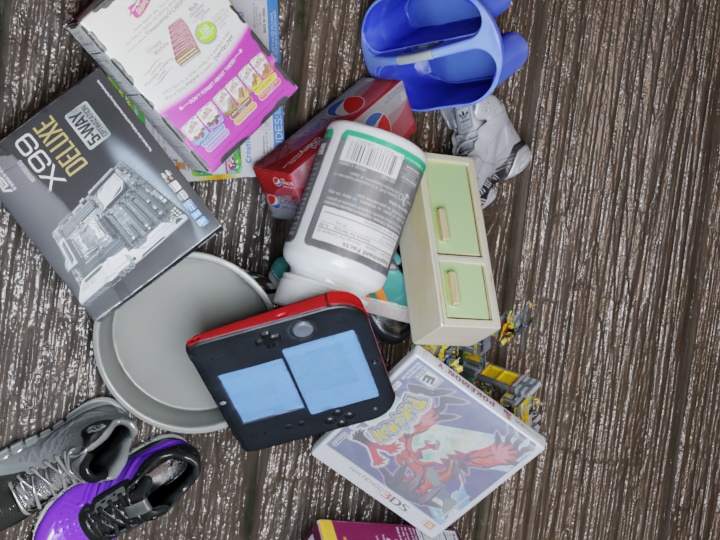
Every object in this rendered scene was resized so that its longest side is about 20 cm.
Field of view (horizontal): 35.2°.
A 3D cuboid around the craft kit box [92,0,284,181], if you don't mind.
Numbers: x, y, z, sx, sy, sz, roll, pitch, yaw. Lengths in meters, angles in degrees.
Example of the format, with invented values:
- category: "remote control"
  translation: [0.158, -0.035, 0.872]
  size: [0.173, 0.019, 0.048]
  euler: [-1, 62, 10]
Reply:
- category: "craft kit box"
  translation: [-0.180, -0.194, 1.218]
  size: [0.197, 0.049, 0.200]
  euler: [-7, 99, -31]

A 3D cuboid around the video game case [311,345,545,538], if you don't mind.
- category: "video game case"
  translation: [0.072, 0.196, 1.262]
  size: [0.182, 0.023, 0.200]
  euler: [36, 122, -11]

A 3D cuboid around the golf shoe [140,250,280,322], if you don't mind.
- category: "golf shoe"
  translation: [-0.141, 0.026, 1.239]
  size: [0.200, 0.094, 0.078]
  euler: [12, 92, -28]

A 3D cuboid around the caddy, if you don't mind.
- category: "caddy"
  translation: [0.089, -0.256, 1.280]
  size: [0.105, 0.200, 0.141]
  euler: [-37, 114, -39]

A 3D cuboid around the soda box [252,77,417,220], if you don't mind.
- category: "soda box"
  translation: [-0.025, -0.138, 1.269]
  size: [0.200, 0.063, 0.070]
  euler: [-44, 130, -32]

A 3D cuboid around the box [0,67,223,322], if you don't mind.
- category: "box"
  translation: [-0.258, -0.074, 1.127]
  size: [0.158, 0.050, 0.200]
  euler: [-37, 91, -4]

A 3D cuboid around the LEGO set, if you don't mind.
- category: "LEGO set"
  translation: [0.144, 0.134, 1.300]
  size: [0.154, 0.116, 0.200]
  euler: [-30, 129, -46]

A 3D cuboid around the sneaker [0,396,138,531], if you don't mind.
- category: "sneaker"
  translation: [-0.312, 0.205, 1.152]
  size: [0.200, 0.115, 0.075]
  euler: [-39, 113, -20]

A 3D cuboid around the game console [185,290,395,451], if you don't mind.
- category: "game console"
  translation: [-0.064, 0.107, 1.146]
  size: [0.177, 0.031, 0.200]
  euler: [-19, 138, 0]

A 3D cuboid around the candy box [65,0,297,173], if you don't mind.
- category: "candy box"
  translation: [-0.179, -0.217, 1.158]
  size: [0.136, 0.061, 0.200]
  euler: [-47, 116, -16]

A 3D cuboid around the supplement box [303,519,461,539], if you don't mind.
- category: "supplement box"
  translation: [0.019, 0.373, 1.336]
  size: [0.200, 0.103, 0.131]
  euler: [11, 129, -30]

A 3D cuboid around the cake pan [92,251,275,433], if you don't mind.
- category: "cake pan"
  translation: [-0.179, 0.073, 1.197]
  size: [0.200, 0.037, 0.200]
  euler: [0, 105, 1]

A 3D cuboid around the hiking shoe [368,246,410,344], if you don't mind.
- category: "hiking shoe"
  translation: [0.042, -0.007, 1.332]
  size: [0.076, 0.101, 0.200]
  euler: [-8, 100, -28]

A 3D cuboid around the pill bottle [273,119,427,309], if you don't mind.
- category: "pill bottle"
  translation: [-0.013, -0.045, 1.175]
  size: [0.113, 0.113, 0.200]
  euler: [23, 84, -29]

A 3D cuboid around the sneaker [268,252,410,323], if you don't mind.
- category: "sneaker"
  translation: [0.000, 0.000, 1.265]
  size: [0.200, 0.071, 0.080]
  euler: [11, 114, -16]

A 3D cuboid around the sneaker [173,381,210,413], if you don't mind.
- category: "sneaker"
  translation: [-0.107, 0.128, 1.270]
  size: [0.200, 0.092, 0.076]
  euler: [-7, 101, -26]

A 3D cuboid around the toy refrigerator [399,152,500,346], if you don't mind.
- category: "toy refrigerator"
  translation: [0.092, -0.024, 1.225]
  size: [0.076, 0.070, 0.200]
  euler: [4, 68, -27]

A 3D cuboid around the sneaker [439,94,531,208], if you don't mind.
- category: "sneaker"
  translation: [0.126, -0.141, 1.362]
  size: [0.200, 0.075, 0.115]
  euler: [-41, 111, -42]

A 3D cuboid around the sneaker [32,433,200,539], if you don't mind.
- category: "sneaker"
  translation: [-0.253, 0.245, 1.198]
  size: [0.200, 0.100, 0.070]
  euler: [-36, 110, -21]
